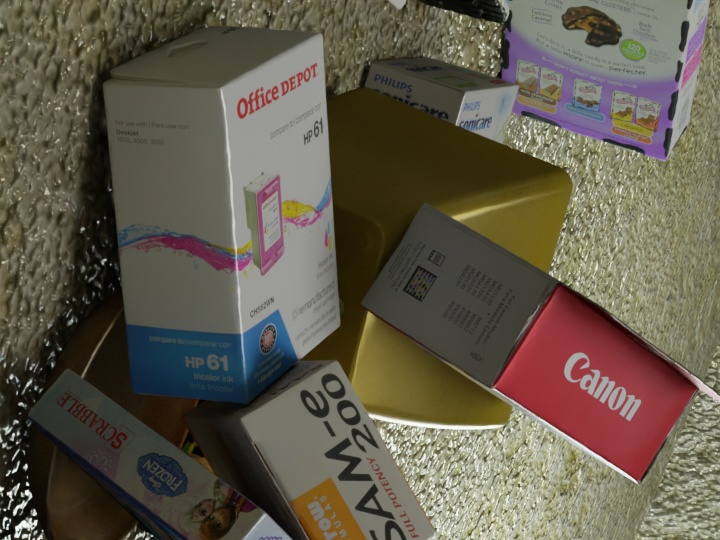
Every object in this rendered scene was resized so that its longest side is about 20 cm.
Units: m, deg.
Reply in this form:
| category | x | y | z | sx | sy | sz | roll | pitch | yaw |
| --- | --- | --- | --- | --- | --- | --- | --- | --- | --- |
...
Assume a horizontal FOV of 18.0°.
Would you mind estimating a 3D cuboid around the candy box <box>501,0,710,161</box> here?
| category | x | y | z | sx | sy | sz | roll | pitch | yaw |
| --- | --- | --- | --- | --- | --- | --- | --- | --- | --- |
| candy box | 0.217 | -0.216 | 2.014 | 0.072 | 0.167 | 0.200 | -53 | 156 | -43 |

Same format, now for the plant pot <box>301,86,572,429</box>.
| category | x | y | z | sx | sy | sz | roll | pitch | yaw |
| --- | --- | --- | --- | --- | --- | --- | --- | --- | --- |
| plant pot | 0.000 | 0.000 | 1.597 | 0.176 | 0.200 | 0.200 | -12 | 121 | -53 |

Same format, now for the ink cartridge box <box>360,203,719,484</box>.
| category | x | y | z | sx | sy | sz | roll | pitch | yaw |
| --- | --- | --- | --- | --- | --- | --- | --- | --- | --- |
| ink cartridge box | 0.129 | 0.059 | 1.492 | 0.200 | 0.175 | 0.084 | 33 | 89 | -47 |

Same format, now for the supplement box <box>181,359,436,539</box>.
| category | x | y | z | sx | sy | sz | roll | pitch | yaw |
| --- | --- | --- | --- | --- | --- | --- | --- | --- | --- |
| supplement box | -0.036 | 0.126 | 1.434 | 0.073 | 0.126 | 0.200 | -31 | -174 | -14 |

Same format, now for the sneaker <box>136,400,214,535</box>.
| category | x | y | z | sx | sy | sz | roll | pitch | yaw |
| --- | --- | --- | --- | --- | --- | --- | --- | --- | --- |
| sneaker | -0.105 | 0.115 | 1.594 | 0.200 | 0.072 | 0.083 | -58 | 159 | -60 |

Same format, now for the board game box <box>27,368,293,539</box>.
| category | x | y | z | sx | sy | sz | roll | pitch | yaw |
| --- | --- | --- | --- | --- | --- | --- | --- | --- | --- |
| board game box | -0.078 | 0.161 | 1.329 | 0.041 | 0.200 | 0.200 | -49 | 134 | -10 |

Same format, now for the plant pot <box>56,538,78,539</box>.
| category | x | y | z | sx | sy | sz | roll | pitch | yaw |
| --- | --- | --- | --- | --- | --- | --- | --- | --- | --- |
| plant pot | -0.167 | 0.265 | 1.332 | 0.177 | 0.199 | 0.200 | -68 | 162 | 2 |

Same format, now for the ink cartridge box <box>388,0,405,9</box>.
| category | x | y | z | sx | sy | sz | roll | pitch | yaw |
| --- | --- | --- | --- | --- | --- | --- | --- | --- | --- |
| ink cartridge box | -0.009 | -0.251 | 1.477 | 0.115 | 0.068 | 0.200 | -70 | 162 | -1 |

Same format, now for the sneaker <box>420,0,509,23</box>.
| category | x | y | z | sx | sy | sz | roll | pitch | yaw |
| --- | --- | --- | --- | --- | --- | --- | --- | --- | --- |
| sneaker | 0.084 | -0.258 | 1.731 | 0.200 | 0.078 | 0.090 | 65 | 45 | -66 |

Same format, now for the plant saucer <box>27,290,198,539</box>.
| category | x | y | z | sx | sy | sz | roll | pitch | yaw |
| --- | --- | --- | --- | --- | --- | --- | --- | --- | --- |
| plant saucer | -0.159 | 0.089 | 1.449 | 0.200 | 0.035 | 0.200 | -54 | 156 | -39 |

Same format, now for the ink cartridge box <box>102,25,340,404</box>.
| category | x | y | z | sx | sy | sz | roll | pitch | yaw |
| --- | --- | --- | --- | --- | --- | --- | --- | --- | --- |
| ink cartridge box | -0.082 | -0.038 | 1.390 | 0.145 | 0.084 | 0.200 | -39 | 129 | -60 |

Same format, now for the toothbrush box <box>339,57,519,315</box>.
| category | x | y | z | sx | sy | sz | roll | pitch | yaw |
| --- | --- | --- | --- | --- | --- | --- | --- | --- | --- |
| toothbrush box | 0.042 | -0.061 | 1.800 | 0.146 | 0.086 | 0.200 | -16 | 122 | -69 |
